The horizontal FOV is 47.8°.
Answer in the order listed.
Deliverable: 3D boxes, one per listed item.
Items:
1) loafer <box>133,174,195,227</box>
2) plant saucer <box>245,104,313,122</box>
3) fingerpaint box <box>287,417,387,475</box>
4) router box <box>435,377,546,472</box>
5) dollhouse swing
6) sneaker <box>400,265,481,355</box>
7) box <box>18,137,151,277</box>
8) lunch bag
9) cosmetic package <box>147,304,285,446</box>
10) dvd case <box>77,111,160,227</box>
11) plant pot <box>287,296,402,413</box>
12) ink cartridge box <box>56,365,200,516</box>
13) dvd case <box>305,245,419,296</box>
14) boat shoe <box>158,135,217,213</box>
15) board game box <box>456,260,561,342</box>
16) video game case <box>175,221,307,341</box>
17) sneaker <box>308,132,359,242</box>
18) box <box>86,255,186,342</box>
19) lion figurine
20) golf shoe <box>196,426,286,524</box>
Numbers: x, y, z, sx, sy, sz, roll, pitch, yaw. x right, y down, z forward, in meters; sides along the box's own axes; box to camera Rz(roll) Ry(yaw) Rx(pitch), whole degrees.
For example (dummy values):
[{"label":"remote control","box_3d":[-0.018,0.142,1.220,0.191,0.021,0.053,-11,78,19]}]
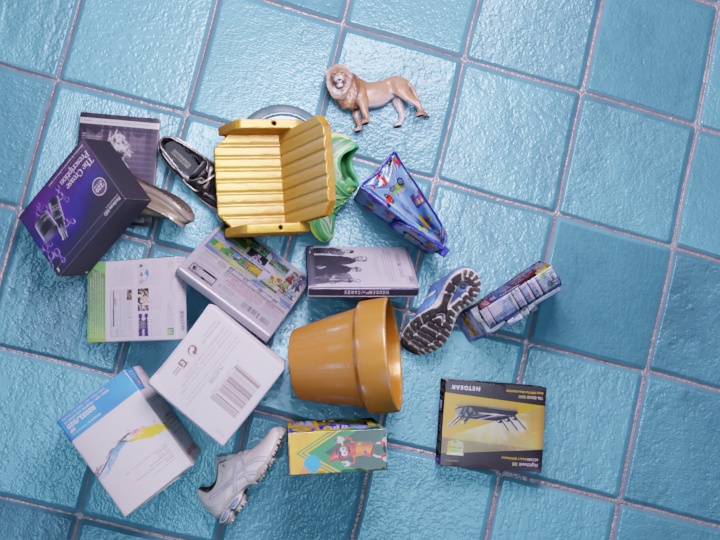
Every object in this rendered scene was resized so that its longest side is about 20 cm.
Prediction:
[{"label":"loafer","box_3d":[-0.390,-0.124,1.468,0.198,0.076,0.069,28,95,9]},{"label":"plant saucer","box_3d":[-0.144,-0.215,1.527,0.196,0.027,0.204,1,87,-11]},{"label":"fingerpaint box","box_3d":[-0.046,0.303,1.422,0.164,0.200,0.075,-2,85,-5]},{"label":"router box","box_3d":[0.244,0.290,1.527,0.196,0.052,0.160,4,86,-5]},{"label":"dollhouse swing","box_3d":[-0.153,-0.169,1.416,0.179,0.176,0.204,-3,88,-17]},{"label":"sneaker","box_3d":[0.150,0.073,1.523,0.078,0.089,0.200,39,102,-8]},{"label":"box","box_3d":[-0.481,-0.108,1.417,0.200,0.079,0.142,-44,79,19]},{"label":"lunch bag","box_3d":[0.091,-0.104,1.489,0.200,0.151,0.094,45,84,-1]},{"label":"cosmetic package","box_3d":[-0.242,0.176,1.411,0.166,0.200,0.168,39,84,-2]},{"label":"dvd case","box_3d":[-0.452,-0.187,1.507,0.146,0.016,0.204,4,87,-5]},{"label":"plant pot","box_3d":[-0.028,0.158,1.450,0.180,0.200,0.204,-6,87,9]},{"label":"ink cartridge box","box_3d":[-0.395,0.292,1.414,0.144,0.147,0.201,-36,90,-7]},{"label":"dvd case","box_3d":[0.000,0.000,1.481,0.196,0.151,0.025,1,120,-6]},{"label":"boat shoe","box_3d":[-0.293,-0.172,1.497,0.199,0.064,0.071,38,82,-5]},{"label":"board game box","box_3d":[0.271,0.063,1.496,0.198,0.200,0.062,-34,89,7]},{"label":"video game case","box_3d":[-0.205,0.011,1.457,0.199,0.022,0.183,36,40,-2]},{"label":"sneaker","box_3d":[-0.048,-0.148,1.493,0.082,0.074,0.204,15,103,24]},{"label":"box","box_3d":[-0.399,0.053,1.443,0.197,0.036,0.147,-3,85,21]},{"label":"lion figurine","box_3d":[0.032,-0.336,1.549,0.197,0.072,0.125,-8,79,-20]},{"label":"golf shoe","box_3d":[-0.216,0.353,1.467,0.097,0.078,0.201,36,82,4]}]
